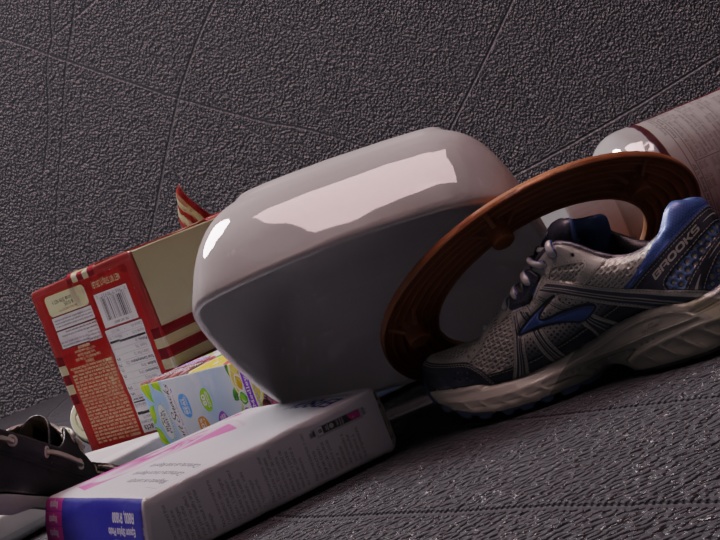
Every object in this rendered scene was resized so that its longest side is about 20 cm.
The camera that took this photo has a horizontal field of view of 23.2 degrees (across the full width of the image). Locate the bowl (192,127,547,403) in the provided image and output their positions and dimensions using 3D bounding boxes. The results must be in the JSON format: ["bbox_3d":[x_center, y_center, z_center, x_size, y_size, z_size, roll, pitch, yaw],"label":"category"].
[{"bbox_3d":[0.012,-0.006,1.007,0.198,0.075,0.200,-18,-27,11],"label":"bowl"}]

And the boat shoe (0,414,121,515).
[{"bbox_3d":[-0.205,0.120,1.092,0.073,0.061,0.199,0,-6,33],"label":"boat shoe"}]

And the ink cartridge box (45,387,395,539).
[{"bbox_3d":[-0.106,0.125,0.984,0.199,0.044,0.196,-22,3,-26],"label":"ink cartridge box"}]

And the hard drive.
[{"bbox_3d":[-0.249,0.176,1.295,0.131,0.027,0.199,-19,3,45],"label":"hard drive"}]

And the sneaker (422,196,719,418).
[{"bbox_3d":[0.111,0.015,0.910,0.199,0.086,0.077,-21,2,33],"label":"sneaker"}]

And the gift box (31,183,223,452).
[{"bbox_3d":[-0.131,0.032,1.419,0.186,0.202,0.184,-22,7,-42],"label":"gift box"}]

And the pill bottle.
[{"bbox_3d":[0.213,-0.050,1.105,0.198,0.111,0.110,-23,3,-10],"label":"pill bottle"}]

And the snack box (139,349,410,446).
[{"bbox_3d":[-0.038,0.069,1.250,0.168,0.068,0.199,-23,5,-33],"label":"snack box"}]

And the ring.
[{"bbox_3d":[0.104,0.007,0.974,0.199,0.019,0.201,-20,-30,-12],"label":"ring"}]

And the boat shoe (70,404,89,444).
[{"bbox_3d":[-0.171,0.110,1.583,0.199,0.075,0.066,-33,-21,-26],"label":"boat shoe"}]
